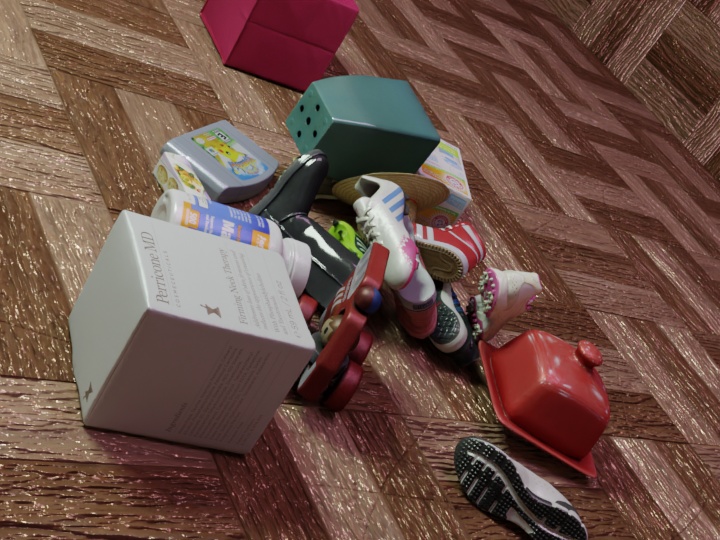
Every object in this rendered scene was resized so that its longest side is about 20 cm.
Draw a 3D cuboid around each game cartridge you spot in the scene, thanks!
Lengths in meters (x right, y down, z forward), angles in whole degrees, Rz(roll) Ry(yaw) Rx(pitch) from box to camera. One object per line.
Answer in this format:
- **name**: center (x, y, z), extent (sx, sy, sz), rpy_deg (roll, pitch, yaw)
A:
- **game cartridge**: center (-0.205, -0.165, 1.778), extent (0.133, 0.041, 0.200), rpy_deg (41, 26, 4)

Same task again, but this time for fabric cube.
- **fabric cube**: center (-0.156, -0.484, 2.189), extent (0.198, 0.201, 0.197), rpy_deg (12, 34, -35)

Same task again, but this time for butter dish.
- **butter dish**: center (0.285, 0.161, 1.667), extent (0.199, 0.148, 0.200), rpy_deg (31, 24, -21)

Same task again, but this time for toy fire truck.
- **toy fire truck**: center (-0.026, 0.066, 1.447), extent (0.112, 0.169, 0.200), rpy_deg (31, 26, -6)

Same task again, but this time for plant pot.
- **plant pot**: center (-0.007, -0.223, 1.860), extent (0.199, 0.142, 0.142), rpy_deg (6, 46, -42)

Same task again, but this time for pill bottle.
- **pill bottle**: center (-0.167, -0.023, 1.480), extent (0.198, 0.113, 0.112), rpy_deg (17, 31, -25)

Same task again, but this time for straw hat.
- **straw hat**: center (0.047, -0.085, 1.860), extent (0.200, 0.200, 0.086), rpy_deg (14, 72, -37)

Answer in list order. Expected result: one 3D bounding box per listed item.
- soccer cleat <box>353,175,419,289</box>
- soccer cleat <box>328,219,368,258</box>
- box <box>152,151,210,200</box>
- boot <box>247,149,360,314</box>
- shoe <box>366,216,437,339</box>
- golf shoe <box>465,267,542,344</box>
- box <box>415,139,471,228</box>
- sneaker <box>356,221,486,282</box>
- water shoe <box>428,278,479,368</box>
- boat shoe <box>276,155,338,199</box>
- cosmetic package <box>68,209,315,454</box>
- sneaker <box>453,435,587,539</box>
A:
- **soccer cleat**: center (0.027, -0.054, 1.635), extent (0.086, 0.070, 0.201), rpy_deg (22, 37, -25)
- **soccer cleat**: center (0.000, 0.000, 1.714), extent (0.081, 0.068, 0.201), rpy_deg (33, 22, -34)
- **box**: center (-0.230, -0.087, 1.608), extent (0.038, 0.042, 0.201), rpy_deg (8, 38, -42)
- **boot**: center (-0.048, -0.050, 1.634), extent (0.200, 0.165, 0.066), rpy_deg (43, 1, 24)
- **shoe**: center (0.060, 0.004, 1.703), extent (0.071, 0.091, 0.201), rpy_deg (-17, 50, -8)
- **golf shoe**: center (0.211, 0.056, 1.734), extent (0.091, 0.200, 0.076), rpy_deg (-7, 69, -10)
- **box**: center (0.115, -0.156, 2.066), extent (0.112, 0.102, 0.201), rpy_deg (26, 27, -17)
- **sneaker**: center (0.098, -0.048, 1.789), extent (0.199, 0.072, 0.112), rpy_deg (28, 30, 26)
- **water shoe**: center (0.123, 0.072, 1.755), extent (0.079, 0.071, 0.201), rpy_deg (52, 13, -32)
- **boat shoe**: center (-0.060, -0.158, 1.908), extent (0.072, 0.060, 0.201), rpy_deg (43, 27, 17)
- **cosmetic package**: center (-0.186, 0.070, 1.253), extent (0.199, 0.167, 0.168), rpy_deg (16, 32, -32)
- **sneaker**: center (0.199, 0.283, 1.480), extent (0.200, 0.074, 0.080), rpy_deg (41, 12, 3)
